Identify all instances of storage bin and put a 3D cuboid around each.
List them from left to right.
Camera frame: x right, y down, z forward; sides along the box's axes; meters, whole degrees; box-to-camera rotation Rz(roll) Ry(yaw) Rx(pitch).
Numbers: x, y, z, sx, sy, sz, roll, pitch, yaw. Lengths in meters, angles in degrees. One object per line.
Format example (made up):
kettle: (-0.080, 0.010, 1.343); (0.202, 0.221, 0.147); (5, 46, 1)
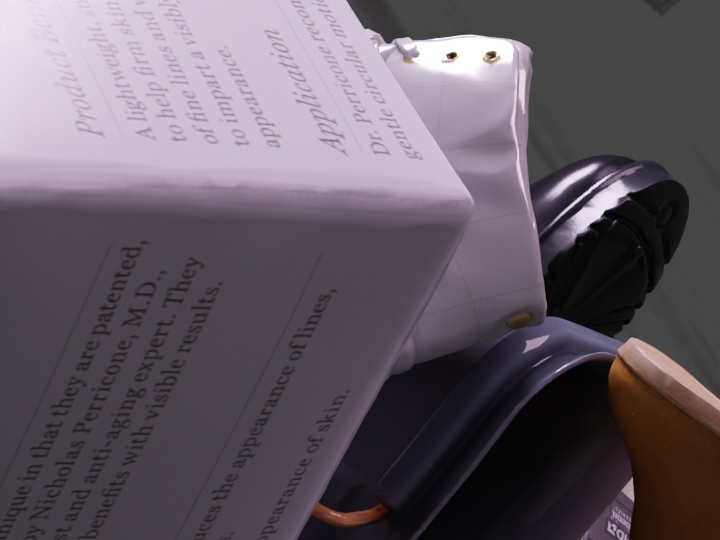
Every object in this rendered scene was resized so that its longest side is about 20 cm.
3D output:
storage bin: (-0.028, 0.063, 0.882); (0.134, 0.200, 0.146); (42, 10, 23)

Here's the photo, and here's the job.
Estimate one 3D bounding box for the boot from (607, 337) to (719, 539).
boot: (0.085, 0.120, 0.863); (0.201, 0.144, 0.071); (47, 1, -42)

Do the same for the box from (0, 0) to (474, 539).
box: (-0.100, -0.010, 0.733); (0.131, 0.200, 0.199); (3, 41, -34)

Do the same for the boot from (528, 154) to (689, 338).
boot: (0.001, 0.000, 1.086); (0.162, 0.198, 0.073); (41, -4, 33)

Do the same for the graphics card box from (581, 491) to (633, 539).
graphics card box: (0.085, 0.183, 0.993); (0.125, 0.051, 0.200); (41, 43, -29)

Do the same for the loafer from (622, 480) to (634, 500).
loafer: (0.101, 0.124, 1.179); (0.076, 0.068, 0.200); (29, -23, -5)

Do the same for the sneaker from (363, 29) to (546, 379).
sneaker: (-0.012, -0.053, 0.834); (0.074, 0.115, 0.200); (83, -12, -61)
